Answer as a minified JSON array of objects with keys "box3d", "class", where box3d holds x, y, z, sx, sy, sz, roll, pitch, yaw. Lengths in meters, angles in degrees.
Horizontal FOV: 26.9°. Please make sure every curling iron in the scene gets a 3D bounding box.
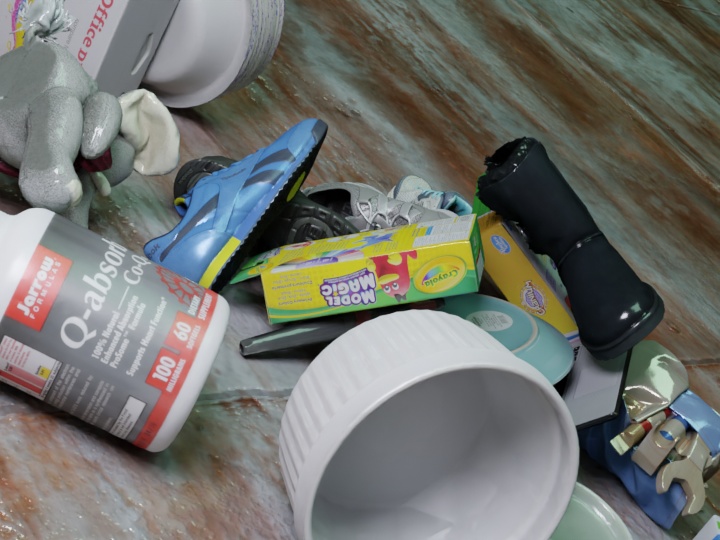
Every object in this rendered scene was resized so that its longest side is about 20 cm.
[{"box3d":[-0.012,0.042,1.233,0.198,0.026,0.049,-18,16,-32],"class":"curling iron"}]

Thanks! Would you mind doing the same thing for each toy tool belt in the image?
[{"box3d":[0.256,0.164,1.292,0.122,0.126,0.200,-32,62,-31],"class":"toy tool belt"}]

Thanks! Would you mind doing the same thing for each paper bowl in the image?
[{"box3d":[-0.178,-0.255,1.423,0.200,0.202,0.104,38,33,14],"class":"paper bowl"}]

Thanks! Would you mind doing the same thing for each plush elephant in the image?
[{"box3d":[-0.234,-0.094,1.168,0.155,0.163,0.202,55,39,-49],"class":"plush elephant"}]

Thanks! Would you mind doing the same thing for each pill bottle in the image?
[{"box3d":[-0.197,0.030,1.004,0.198,0.117,0.116,26,26,-10],"class":"pill bottle"}]

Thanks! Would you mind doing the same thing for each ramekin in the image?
[{"box3d":[0.038,0.123,1.016,0.198,0.202,0.105,16,20,-29],"class":"ramekin"}]

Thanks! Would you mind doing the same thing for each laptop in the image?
[{"box3d":[0.118,0.068,1.287,0.117,0.198,0.187,63,23,-13],"class":"laptop"}]

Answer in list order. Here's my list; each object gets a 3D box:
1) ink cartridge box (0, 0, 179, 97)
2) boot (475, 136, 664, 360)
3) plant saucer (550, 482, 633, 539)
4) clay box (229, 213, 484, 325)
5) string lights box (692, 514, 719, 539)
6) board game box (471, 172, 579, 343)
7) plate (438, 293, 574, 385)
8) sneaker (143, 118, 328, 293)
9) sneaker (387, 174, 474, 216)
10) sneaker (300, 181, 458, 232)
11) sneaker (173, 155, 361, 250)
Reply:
[{"box3d":[-0.281,-0.252,1.367,0.199,0.149,0.085,38,28,15],"class":"ink cartridge box"},{"box3d":[0.171,-0.025,1.283,0.168,0.076,0.200,49,11,-14],"class":"boot"},{"box3d":[0.154,0.209,1.151,0.198,0.051,0.201,25,27,-14],"class":"plant saucer"},{"box3d":[0.000,0.000,1.237,0.197,0.048,0.115,-10,11,10],"class":"clay box"},{"box3d":[0.312,0.292,1.166,0.102,0.059,0.201,28,26,-11],"class":"string lights box"},{"box3d":[0.179,0.008,1.442,0.201,0.040,0.153,52,23,-16],"class":"board game box"},{"box3d":[0.083,0.055,1.271,0.197,0.026,0.201,1,22,0],"class":"plate"},{"box3d":[-0.101,-0.067,1.244,0.078,0.066,0.201,33,62,8],"class":"sneaker"},{"box3d":[0.080,-0.044,1.467,0.077,0.087,0.201,20,28,-23],"class":"sneaker"},{"box3d":[0.020,-0.031,1.364,0.081,0.076,0.199,6,11,-45],"class":"sneaker"},{"box3d":[-0.066,-0.049,1.338,0.199,0.076,0.091,33,20,-3],"class":"sneaker"}]
